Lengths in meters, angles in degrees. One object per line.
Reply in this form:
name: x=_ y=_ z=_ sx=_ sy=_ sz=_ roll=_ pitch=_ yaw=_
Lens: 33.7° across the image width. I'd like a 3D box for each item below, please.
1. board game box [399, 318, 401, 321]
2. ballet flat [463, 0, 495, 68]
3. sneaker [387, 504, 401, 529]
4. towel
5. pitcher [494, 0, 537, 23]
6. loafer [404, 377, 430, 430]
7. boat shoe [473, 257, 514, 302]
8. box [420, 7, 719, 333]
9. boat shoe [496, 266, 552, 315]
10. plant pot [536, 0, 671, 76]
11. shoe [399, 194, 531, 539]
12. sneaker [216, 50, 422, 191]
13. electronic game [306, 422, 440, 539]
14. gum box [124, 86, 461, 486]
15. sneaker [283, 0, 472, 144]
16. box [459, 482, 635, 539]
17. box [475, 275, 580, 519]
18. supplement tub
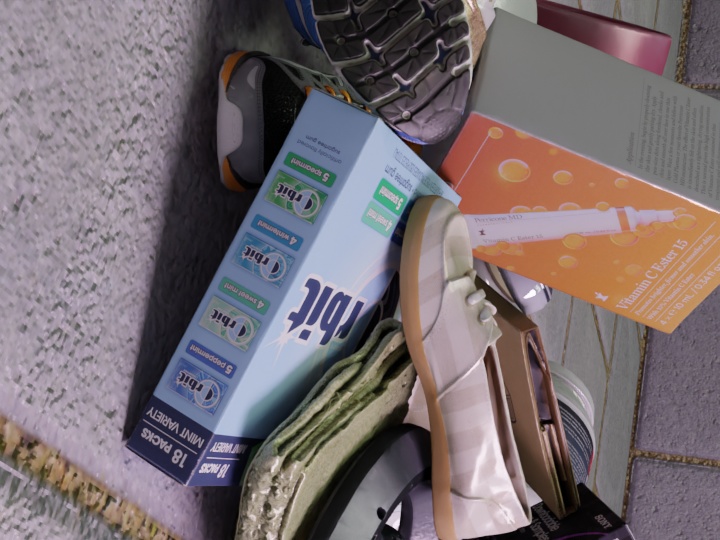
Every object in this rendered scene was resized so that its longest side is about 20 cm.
board game box: x=0.000 y=0.000 z=0.840 sx=0.200 sy=0.034 sz=0.135 roll=-21 pitch=113 yaw=-69
ballet flat: x=0.050 y=-0.187 z=0.666 sx=0.071 sy=0.065 sz=0.201 roll=-106 pitch=178 yaw=-50
sneaker: x=0.012 y=0.143 z=0.835 sx=0.080 sy=0.070 sz=0.201 roll=-45 pitch=145 yaw=-35
towel: x=-0.027 y=0.133 z=0.679 sx=0.148 sy=0.036 sz=0.201 roll=-38 pitch=148 yaw=-48
pitcher: x=0.044 y=-0.219 z=0.820 sx=0.200 sy=0.121 sz=0.173 roll=30 pitch=56 yaw=-56
loafer: x=0.051 y=0.144 z=0.922 sx=0.076 sy=0.068 sz=0.201 roll=-58 pitch=161 yaw=-51
boat shoe: x=0.095 y=-0.002 z=1.000 sx=0.200 sy=0.068 sz=0.075 roll=-14 pitch=84 yaw=-81
box: x=0.146 y=-0.060 z=0.765 sx=0.125 sy=0.199 sz=0.098 roll=119 pitch=-10 yaw=-52
boat shoe: x=0.118 y=-0.057 z=0.870 sx=0.072 sy=0.070 sz=0.201 roll=65 pitch=11 yaw=-47
plant pot: x=0.146 y=-0.142 z=1.026 sx=0.200 sy=0.199 sz=0.180 roll=-27 pitch=135 yaw=-67
shoe: x=0.062 y=0.055 z=0.669 sx=0.070 sy=0.053 sz=0.201 roll=-33 pitch=118 yaw=-66
sneaker: x=-0.023 y=-0.086 z=0.695 sx=0.200 sy=0.077 sz=0.079 roll=-18 pitch=113 yaw=-68
electronic game: x=-0.001 y=0.185 z=0.693 sx=0.200 sy=0.041 sz=0.201 roll=-49 pitch=149 yaw=-44
gum box: x=-0.027 y=0.021 z=0.650 sx=0.201 sy=0.044 sz=0.170 roll=-63 pitch=159 yaw=0
sneaker: x=0.001 y=-0.148 z=0.648 sx=0.201 sy=0.078 sz=0.089 roll=61 pitch=-2 yaw=23
box: x=0.096 y=0.224 z=0.869 sx=0.143 sy=0.199 sz=0.036 roll=-149 pitch=-144 yaw=-87
box: x=0.098 y=0.073 z=0.913 sx=0.200 sy=0.021 sz=0.164 roll=-133 pitch=-157 yaw=-60
supplement tub: x=0.148 y=0.191 z=1.139 sx=0.200 sy=0.139 sz=0.141 roll=-60 pitch=148 yaw=-50
